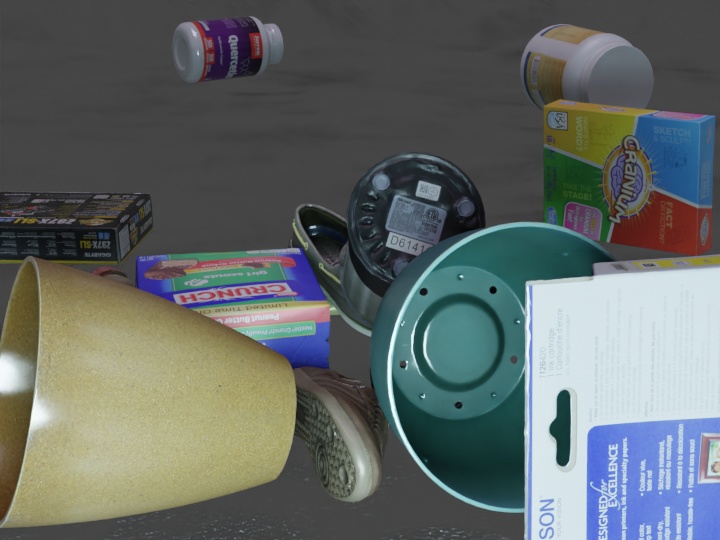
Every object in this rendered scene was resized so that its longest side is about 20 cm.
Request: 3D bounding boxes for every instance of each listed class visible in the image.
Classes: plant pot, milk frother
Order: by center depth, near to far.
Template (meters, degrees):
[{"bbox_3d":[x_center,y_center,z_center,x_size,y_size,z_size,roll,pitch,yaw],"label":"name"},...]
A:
[{"bbox_3d":[-0.153,0.094,1.127,0.197,0.189,0.186,7,12,-21],"label":"plant pot"},{"bbox_3d":[0.095,0.062,1.166,0.198,0.204,0.161,-5,5,-14],"label":"plant pot"},{"bbox_3d":[0.043,0.031,1.367,0.179,0.201,0.188,33,-13,6],"label":"milk frother"}]

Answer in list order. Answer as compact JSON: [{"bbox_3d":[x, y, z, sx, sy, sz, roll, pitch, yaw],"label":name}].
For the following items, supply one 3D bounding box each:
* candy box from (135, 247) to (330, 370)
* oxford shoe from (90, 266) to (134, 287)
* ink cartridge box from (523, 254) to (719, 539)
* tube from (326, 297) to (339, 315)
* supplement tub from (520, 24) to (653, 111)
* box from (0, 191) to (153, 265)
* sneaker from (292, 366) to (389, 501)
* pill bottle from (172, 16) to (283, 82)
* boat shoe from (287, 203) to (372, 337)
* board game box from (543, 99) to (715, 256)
[{"bbox_3d":[-0.122,0.042,1.443,0.167,0.078,0.200,-4,18,-9],"label":"candy box"},{"bbox_3d":[-0.244,0.052,1.479,0.074,0.071,0.200,27,19,4],"label":"oxford shoe"},{"bbox_3d":[0.198,0.092,1.028,0.197,0.201,0.047,-3,13,-8],"label":"ink cartridge box"},{"bbox_3d":[0.046,0.017,1.573,0.197,0.053,0.058,-4,-12,7],"label":"tube"},{"bbox_3d":[0.356,-0.305,2.477,0.143,0.147,0.200,-8,18,-22],"label":"supplement tub"},{"bbox_3d":[-0.356,-0.051,1.833,0.197,0.050,0.160,1,19,6],"label":"box"},{"bbox_3d":[-0.006,0.114,1.199,0.075,0.071,0.200,-5,17,-17],"label":"sneaker"},{"bbox_3d":[-0.249,-0.420,2.977,0.198,0.114,0.112,-11,19,-29],"label":"pill bottle"},{"bbox_3d":[-0.002,0.001,1.525,0.072,0.061,0.201,-29,44,-26],"label":"boat shoe"},{"bbox_3d":[0.302,-0.108,1.788,0.198,0.155,0.040,10,21,36],"label":"board game box"}]
